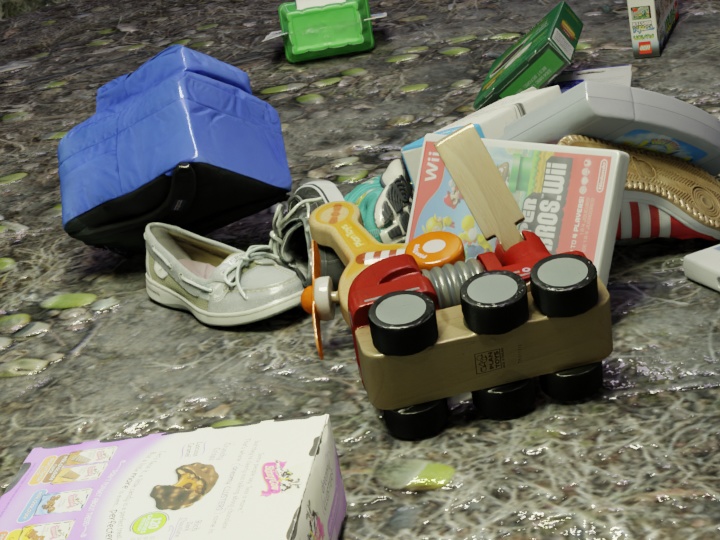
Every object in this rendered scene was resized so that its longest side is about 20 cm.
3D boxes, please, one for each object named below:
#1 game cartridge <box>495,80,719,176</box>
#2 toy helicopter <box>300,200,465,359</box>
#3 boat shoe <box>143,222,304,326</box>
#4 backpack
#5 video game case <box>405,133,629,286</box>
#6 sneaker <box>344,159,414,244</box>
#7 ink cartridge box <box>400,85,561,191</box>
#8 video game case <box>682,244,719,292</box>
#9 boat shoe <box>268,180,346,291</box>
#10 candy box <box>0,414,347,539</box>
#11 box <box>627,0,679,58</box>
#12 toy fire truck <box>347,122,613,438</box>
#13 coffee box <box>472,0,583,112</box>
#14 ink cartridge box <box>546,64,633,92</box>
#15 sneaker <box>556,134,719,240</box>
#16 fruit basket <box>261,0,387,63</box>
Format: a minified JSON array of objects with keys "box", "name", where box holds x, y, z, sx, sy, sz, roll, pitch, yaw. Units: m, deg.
[{"box":[0.227,-0.105,1.316,0.199,0.041,0.133,12,-31,-37],"name":"game cartridge"},{"box":[0.000,0.000,1.241,0.132,0.079,0.200,-23,34,-12],"name":"toy helicopter"},{"box":[-0.125,0.001,1.351,0.074,0.065,0.202,-24,24,-34],"name":"boat shoe"},{"box":[-0.188,-0.107,1.480,0.200,0.168,0.162,-27,-30,31],"name":"backpack"},{"box":[0.117,-0.032,1.227,0.200,0.144,0.017,10,0,44],"name":"video game case"},{"box":[0.017,-0.045,1.423,0.079,0.078,0.200,-22,11,6],"name":"sneaker"},{"box":[0.139,-0.093,1.388,0.068,0.116,0.200,-9,15,47],"name":"ink cartridge box"},{"box":[0.384,-0.009,1.194,0.199,0.022,0.182,-17,21,-20],"name":"video game case"},{"box":[-0.047,-0.029,1.384,0.068,0.074,0.199,0,27,-16],"name":"boat shoe"},{"box":[-0.118,0.162,0.909,0.199,0.072,0.168,-7,20,10],"name":"candy box"},{"box":[0.381,-0.356,2.002,0.035,0.111,0.200,-3,21,20],"name":"box"},{"box":[0.071,0.000,1.113,0.175,0.129,0.200,-13,32,-5],"name":"toy fire truck"},{"box":[0.199,-0.242,1.798,0.123,0.044,0.200,-42,9,22],"name":"coffee box"},{"box":[0.251,-0.180,1.698,0.099,0.039,0.200,-5,22,15],"name":"ink cartridge box"},{"box":[0.221,-0.042,1.298,0.199,0.113,0.071,15,44,-25],"name":"sneaker"},{"box":[-0.051,-0.369,2.276,0.184,0.094,0.200,-9,17,3],"name":"fruit basket"}]
